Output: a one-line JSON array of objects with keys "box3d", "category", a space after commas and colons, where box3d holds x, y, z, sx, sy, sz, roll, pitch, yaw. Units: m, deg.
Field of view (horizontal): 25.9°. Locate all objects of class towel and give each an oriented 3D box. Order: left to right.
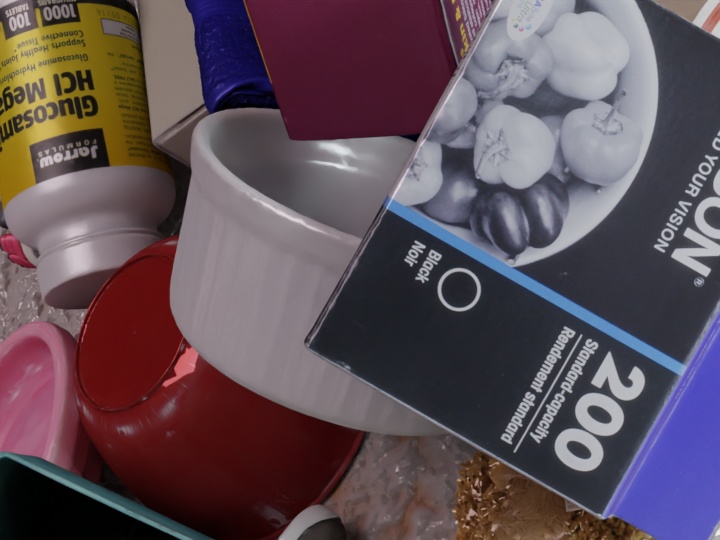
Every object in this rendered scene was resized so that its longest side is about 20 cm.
[{"box3d": [-0.037, -0.150, 0.943, 0.050, 0.147, 0.200, -51, 40, 33], "category": "towel"}]

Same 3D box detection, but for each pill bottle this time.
[{"box3d": [-0.183, -0.082, 1.018, 0.112, 0.112, 0.201, -24, 73, 32], "category": "pill bottle"}]

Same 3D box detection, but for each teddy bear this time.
[{"box3d": [0.098, 0.122, 0.739, 0.145, 0.067, 0.201, 5, 65, 35], "category": "teddy bear"}]

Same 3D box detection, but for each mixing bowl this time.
[{"box3d": [-0.096, 0.055, 0.916, 0.200, 0.108, 0.201, -22, 55, 35], "category": "mixing bowl"}]

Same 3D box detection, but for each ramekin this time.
[{"box3d": [0.000, 0.000, 0.790, 0.200, 0.200, 0.098, 39, 118, 47], "category": "ramekin"}]

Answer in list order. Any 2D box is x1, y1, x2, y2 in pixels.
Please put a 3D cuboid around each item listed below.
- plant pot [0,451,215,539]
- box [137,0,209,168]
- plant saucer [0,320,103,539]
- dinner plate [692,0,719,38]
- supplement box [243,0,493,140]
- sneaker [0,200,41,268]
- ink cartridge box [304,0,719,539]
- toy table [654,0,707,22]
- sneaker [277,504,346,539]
[{"box3d": [-0.145, 0.183, 0.824, 0.200, 0.141, 0.142, 142, 153, -84], "category": "plant pot"}, {"box3d": [-0.090, -0.157, 1.038, 0.078, 0.095, 0.201, -32, 51, 26], "category": "box"}, {"box3d": [-0.221, 0.133, 1.008, 0.200, 0.051, 0.201, -38, 40, 40], "category": "plant saucer"}, {"box3d": [0.231, -0.058, 0.681, 0.199, 0.024, 0.201, 0, 91, 22], "category": "dinner plate"}, {"box3d": [0.019, -0.176, 0.806, 0.103, 0.131, 0.200, -2, 38, 20], "category": "supplement box"}, {"box3d": [-0.191, -0.094, 1.117, 0.074, 0.081, 0.201, 6, 80, 30], "category": "sneaker"}, {"box3d": [0.108, -0.004, 0.656, 0.199, 0.199, 0.043, -61, 0, 4], "category": "ink cartridge box"}, {"box3d": [0.148, -0.179, 0.774, 0.117, 0.184, 0.201, -11, 101, 46], "category": "toy table"}, {"box3d": [-0.032, 0.222, 0.808, 0.082, 0.077, 0.201, 16, 65, 10], "category": "sneaker"}]
